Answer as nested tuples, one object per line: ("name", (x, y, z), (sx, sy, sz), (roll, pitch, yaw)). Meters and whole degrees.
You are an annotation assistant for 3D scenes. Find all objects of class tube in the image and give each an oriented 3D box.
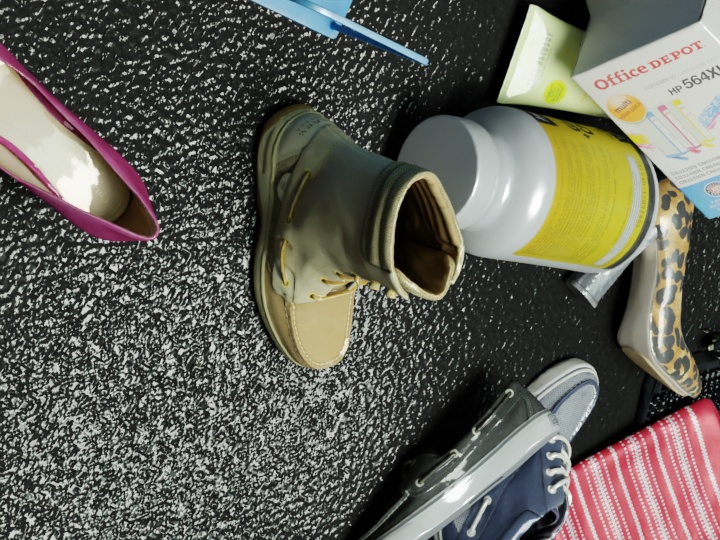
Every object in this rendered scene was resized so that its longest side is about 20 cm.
("tube", (0.187, -0.147, 1.500), (0.200, 0.052, 0.058), (11, 61, -41))

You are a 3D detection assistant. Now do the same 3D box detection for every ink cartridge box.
("ink cartridge box", (0.261, -0.160, 1.446), (0.200, 0.128, 0.125), (40, 51, -26))

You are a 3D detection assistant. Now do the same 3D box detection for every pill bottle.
("pill bottle", (0.123, -0.061, 1.431), (0.200, 0.112, 0.112), (8, 104, -46))

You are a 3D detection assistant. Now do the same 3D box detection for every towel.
("towel", (0.255, 0.215, 1.708), (0.200, 0.022, 0.145), (-25, 103, -23))

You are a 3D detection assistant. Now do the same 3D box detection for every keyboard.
("keyboard", (0.334, 0.100, 1.765), (0.200, 0.040, 0.104), (-13, 119, -40))

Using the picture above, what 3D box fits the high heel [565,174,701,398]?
("high heel", (0.273, 0.015, 1.637), (0.143, 0.071, 0.200), (-49, 127, -5))

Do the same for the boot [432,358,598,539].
("boot", (0.151, 0.165, 1.585), (0.200, 0.090, 0.073), (-49, 135, -14))

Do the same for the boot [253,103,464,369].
("boot", (0.000, 0.000, 1.313), (0.073, 0.155, 0.200), (-21, 123, -35))

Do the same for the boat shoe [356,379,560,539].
("boat shoe", (0.066, 0.165, 1.530), (0.200, 0.057, 0.069), (-38, 168, -5))

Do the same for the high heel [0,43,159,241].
("high heel", (-0.198, -0.081, 1.130), (0.067, 0.096, 0.200), (-51, 136, -12))

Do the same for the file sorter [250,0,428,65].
("file sorter", (0.007, -0.247, 1.224), (0.139, 0.123, 0.200), (19, 97, -46))
